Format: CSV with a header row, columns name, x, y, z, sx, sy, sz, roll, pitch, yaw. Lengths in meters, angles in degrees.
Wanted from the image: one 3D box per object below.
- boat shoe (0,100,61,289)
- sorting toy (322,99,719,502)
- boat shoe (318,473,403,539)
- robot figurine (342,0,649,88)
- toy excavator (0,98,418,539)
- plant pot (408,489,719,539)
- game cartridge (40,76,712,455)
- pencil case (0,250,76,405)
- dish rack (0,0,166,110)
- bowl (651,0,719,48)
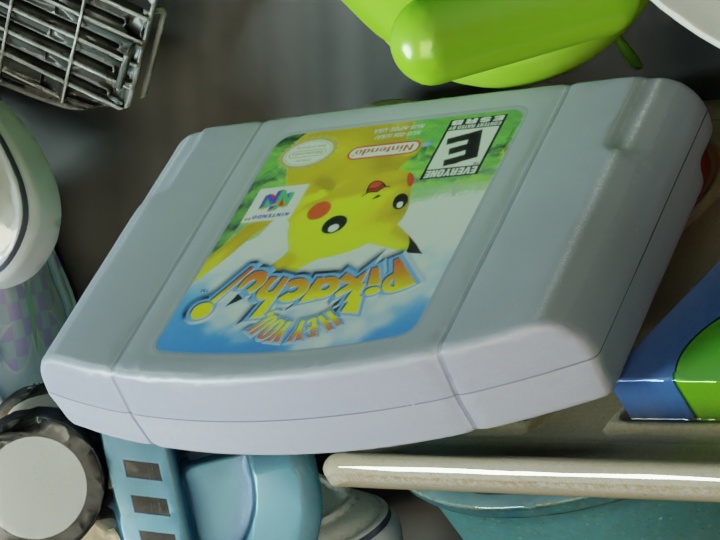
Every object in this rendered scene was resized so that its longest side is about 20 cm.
name,x,y,z,sx,sy,sz,roll,pitch,yaw
boat shoe,-0.194,-0.061,1.013,0.200,0.066,0.072,42,109,23
sorting toy,0.100,-0.002,0.844,0.184,0.200,0.037,-3,126,45
boat shoe,-0.079,0.076,1.078,0.201,0.075,0.087,3,115,33
robot figurine,0.025,-0.134,0.851,0.116,0.176,0.200,-39,138,9
toy excavator,-0.039,0.050,0.984,0.198,0.100,0.196,-12,95,-3
plant pot,0.137,0.085,0.920,0.199,0.201,0.197,-16,118,30
game cartridge,0.000,0.000,0.858,0.199,0.134,0.041,-5,132,32
pencil case,-0.209,0.030,1.091,0.199,0.091,0.084,-7,122,27
dish rack,-0.114,-0.158,0.970,0.153,0.055,0.201,26,126,10
bowl,0.148,-0.154,0.732,0.200,0.090,0.202,10,123,16
